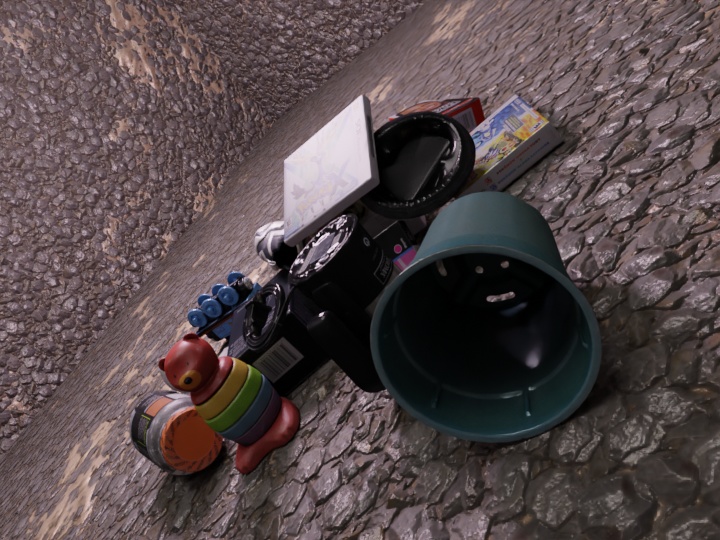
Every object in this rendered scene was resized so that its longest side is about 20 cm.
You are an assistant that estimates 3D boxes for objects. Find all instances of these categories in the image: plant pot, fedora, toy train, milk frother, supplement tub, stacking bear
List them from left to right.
[{"bbox_3d":[-0.310,0.271,1.049,0.123,0.123,0.199,-54,23,-23],"label":"supplement tub"},{"bbox_3d":[-0.199,0.176,0.906,0.121,0.200,0.114,-39,21,13],"label":"stacking bear"},{"bbox_3d":[-0.289,0.088,1.357,0.199,0.114,0.087,-33,20,28],"label":"toy train"},{"bbox_3d":[-0.028,0.065,0.811,0.199,0.188,0.182,-19,32,49],"label":"milk frother"},{"bbox_3d":[0.088,-0.150,0.984,0.197,0.092,0.204,-6,63,12],"label":"fedora"},{"bbox_3d":[0.125,0.024,0.621,0.199,0.201,0.197,-33,16,27],"label":"plant pot"}]

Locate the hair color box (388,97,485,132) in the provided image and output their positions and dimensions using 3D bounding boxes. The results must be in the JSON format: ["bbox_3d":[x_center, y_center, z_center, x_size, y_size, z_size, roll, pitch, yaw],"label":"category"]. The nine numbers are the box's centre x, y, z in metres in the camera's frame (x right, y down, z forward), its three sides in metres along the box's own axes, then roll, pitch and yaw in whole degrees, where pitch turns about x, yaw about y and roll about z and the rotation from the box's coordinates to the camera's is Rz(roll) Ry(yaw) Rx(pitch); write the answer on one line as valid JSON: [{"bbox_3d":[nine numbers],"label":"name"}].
[{"bbox_3d":[0.151,-0.299,1.255,0.101,0.062,0.199,-30,23,-19],"label":"hair color box"}]

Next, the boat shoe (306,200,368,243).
[{"bbox_3d":[-0.014,-0.106,1.056,0.075,0.072,0.202,0,56,41],"label":"boat shoe"}]

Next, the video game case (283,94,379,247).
[{"bbox_3d":[-0.054,-0.159,0.998,0.199,0.022,0.184,-33,47,34],"label":"video game case"}]

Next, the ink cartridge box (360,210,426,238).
[{"bbox_3d":[0.017,-0.080,1.136,0.199,0.086,0.148,-36,24,20],"label":"ink cartridge box"}]

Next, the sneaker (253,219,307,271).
[{"bbox_3d":[-0.088,-0.064,1.082,0.197,0.080,0.130,-26,35,-6],"label":"sneaker"}]

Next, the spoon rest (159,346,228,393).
[{"bbox_3d":[-0.262,0.179,1.141,0.198,0.062,0.099,-14,3,-30],"label":"spoon rest"}]

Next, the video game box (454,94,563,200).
[{"bbox_3d":[0.220,-0.196,1.029,0.182,0.047,0.201,-42,21,17],"label":"video game box"}]

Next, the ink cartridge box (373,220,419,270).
[{"bbox_3d":[0.010,0.019,0.957,0.199,0.095,0.037,-37,-13,24],"label":"ink cartridge box"}]

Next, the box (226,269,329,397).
[{"bbox_3d":[-0.136,0.103,1.054,0.148,0.107,0.201,-41,22,11],"label":"box"}]
